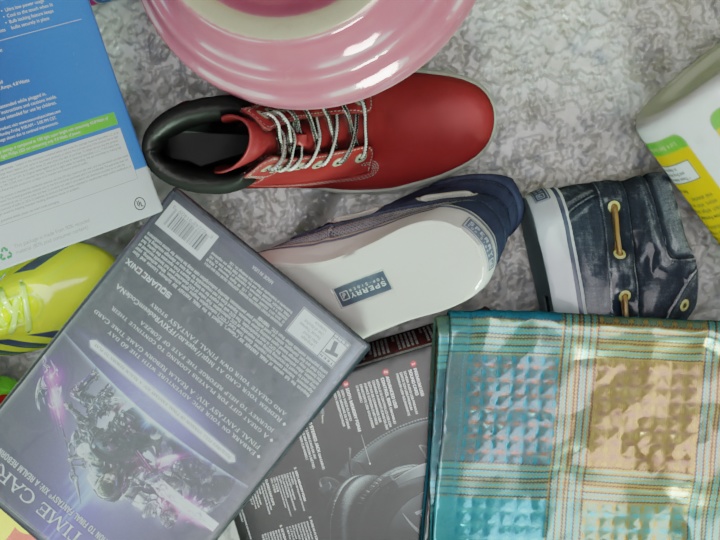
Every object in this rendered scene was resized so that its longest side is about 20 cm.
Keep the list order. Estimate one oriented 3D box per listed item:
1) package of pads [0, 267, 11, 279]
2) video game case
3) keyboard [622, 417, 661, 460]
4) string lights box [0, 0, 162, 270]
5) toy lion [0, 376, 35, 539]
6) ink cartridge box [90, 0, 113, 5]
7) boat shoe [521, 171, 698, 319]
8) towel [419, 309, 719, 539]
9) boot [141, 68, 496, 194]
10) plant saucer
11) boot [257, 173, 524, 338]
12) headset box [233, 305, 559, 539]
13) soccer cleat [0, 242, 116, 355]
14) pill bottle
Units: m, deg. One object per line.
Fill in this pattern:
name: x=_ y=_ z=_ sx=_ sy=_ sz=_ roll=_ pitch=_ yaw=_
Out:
package of pads: x=-0.254 y=-0.073 z=0.865 sx=0.200 sy=0.068 sz=0.155 roll=48 pitch=61 yaw=-20
video game case: x=-0.111 y=0.075 z=0.910 sx=0.143 sy=0.019 sz=0.200 roll=39 pitch=90 yaw=8
keyboard: x=0.191 y=0.143 z=0.964 sx=0.127 sy=0.021 sz=0.201 roll=5 pitch=98 yaw=-38
string lights box: x=-0.187 y=-0.106 z=0.838 sx=0.103 sy=0.059 sz=0.201 roll=-22 pitch=96 yaw=-35
toy lion: x=-0.249 y=0.158 z=0.952 sx=0.191 sy=0.069 sz=0.200 roll=-33 pitch=115 yaw=-12
ink cartridge box: x=-0.099 y=-0.231 z=0.915 sx=0.199 sy=0.076 sz=0.137 roll=-12 pitch=97 yaw=2
boat shoe: x=0.157 y=0.044 z=0.958 sx=0.090 sy=0.071 sz=0.201 roll=-12 pitch=98 yaw=-3
towel: x=0.135 y=0.097 z=0.910 sx=0.199 sy=0.022 sz=0.147 roll=2 pitch=97 yaw=-1
boot: x=-0.017 y=-0.073 z=0.903 sx=0.199 sy=0.144 sz=0.073 roll=-6 pitch=95 yaw=-2
plant saucer: x=-0.030 y=-0.184 z=0.827 sx=0.200 sy=0.051 sz=0.201 roll=-2 pitch=83 yaw=16
boot: x=0.000 y=0.000 z=0.954 sx=0.199 sy=0.090 sz=0.073 roll=-14 pitch=106 yaw=28
headset box: x=0.023 y=0.117 z=0.959 sx=0.199 sy=0.077 sz=0.149 roll=-17 pitch=97 yaw=0
soccer cleat: x=-0.236 y=0.023 z=0.936 sx=0.199 sy=0.084 sz=0.065 roll=-7 pitch=95 yaw=-1
pill bottle: x=0.257 y=-0.037 z=0.931 sx=0.111 sy=0.111 sz=0.200 roll=-37 pitch=97 yaw=3
